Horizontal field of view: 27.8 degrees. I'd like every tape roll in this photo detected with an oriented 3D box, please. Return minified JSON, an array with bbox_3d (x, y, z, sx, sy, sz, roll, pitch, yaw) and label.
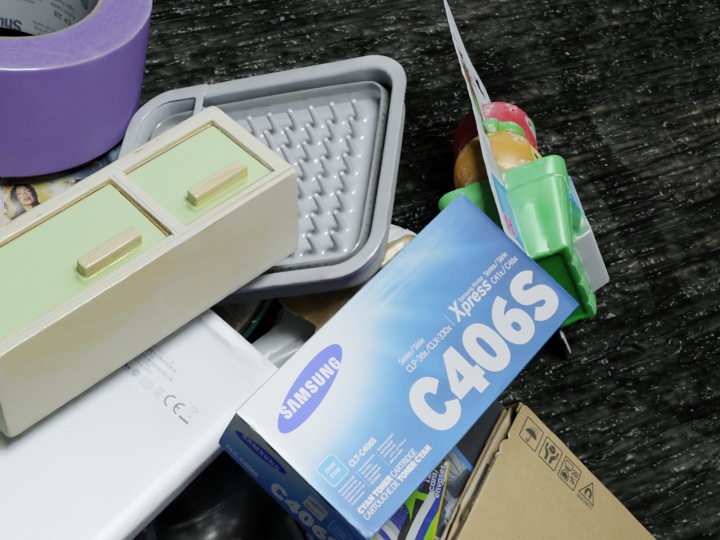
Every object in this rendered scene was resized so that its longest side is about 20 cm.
[{"bbox_3d":[-0.238,-0.156,0.953,0.198,0.085,0.201,9,42,-9],"label":"tape roll"}]

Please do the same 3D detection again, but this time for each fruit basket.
[{"bbox_3d":[0.108,-0.065,1.010,0.093,0.186,0.202,-14,58,13],"label":"fruit basket"}]

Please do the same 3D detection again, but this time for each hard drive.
[{"bbox_3d":[-0.153,0.083,0.785,0.132,0.025,0.200,39,57,12],"label":"hard drive"}]

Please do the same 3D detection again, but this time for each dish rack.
[{"bbox_3d":[-0.064,-0.047,0.903,0.198,0.044,0.173,-8,52,22],"label":"dish rack"}]

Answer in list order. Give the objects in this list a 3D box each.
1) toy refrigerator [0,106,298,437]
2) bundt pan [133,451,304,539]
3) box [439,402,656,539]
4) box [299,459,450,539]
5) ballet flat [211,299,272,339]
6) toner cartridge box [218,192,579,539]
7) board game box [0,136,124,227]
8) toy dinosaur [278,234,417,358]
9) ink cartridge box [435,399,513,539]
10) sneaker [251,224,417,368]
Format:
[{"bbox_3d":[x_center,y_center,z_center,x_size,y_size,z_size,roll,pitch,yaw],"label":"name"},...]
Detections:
[{"bbox_3d":[-0.131,-0.006,0.783,0.199,0.070,0.076,-34,56,-28],"label":"toy refrigerator"},{"bbox_3d":[-0.136,0.149,0.811,0.200,0.076,0.204,8,55,-12],"label":"bundt pan"},{"bbox_3d":[0.126,0.205,0.873,0.200,0.021,0.164,45,51,-17],"label":"box"},{"bbox_3d":[-0.009,0.195,0.795,0.064,0.070,0.202,17,76,-11],"label":"box"},{"bbox_3d":[-0.071,-0.030,0.973,0.062,0.067,0.201,39,41,-13],"label":"ballet flat"},{"bbox_3d":[0.025,0.054,0.784,0.095,0.043,0.200,42,56,6],"label":"toner cartridge box"},{"bbox_3d":[-0.217,-0.032,0.935,0.198,0.035,0.136,-13,63,-29],"label":"board game box"},{"bbox_3d":[0.000,0.000,0.889,0.100,0.059,0.201,1,46,9],"label":"toy dinosaur"},{"bbox_3d":[0.049,0.113,0.895,0.200,0.039,0.100,49,58,-9],"label":"ink cartridge box"},{"bbox_3d":[-0.022,0.032,0.961,0.199,0.075,0.099,-31,53,-35],"label":"sneaker"}]
